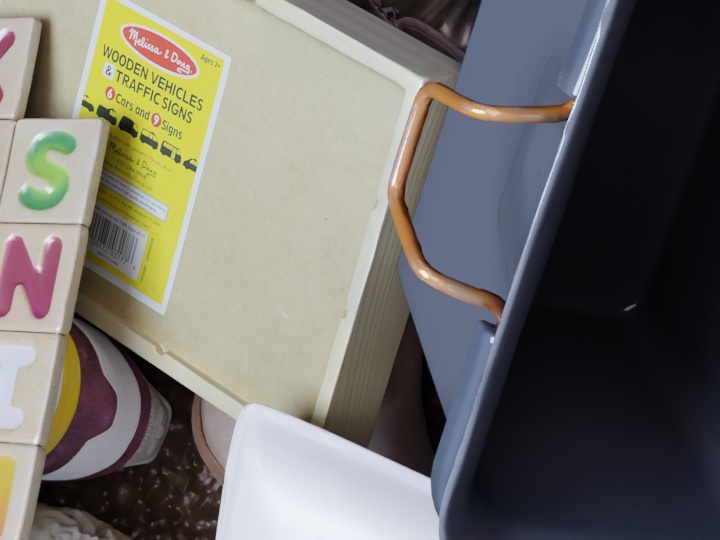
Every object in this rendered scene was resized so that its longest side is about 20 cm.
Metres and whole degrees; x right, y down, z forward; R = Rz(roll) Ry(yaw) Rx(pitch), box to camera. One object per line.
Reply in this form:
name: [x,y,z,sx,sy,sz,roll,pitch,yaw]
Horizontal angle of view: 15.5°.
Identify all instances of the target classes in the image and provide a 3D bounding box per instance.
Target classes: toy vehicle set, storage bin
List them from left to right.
toy vehicle set: [-0.061,-0.042,0.807,0.199,0.026,0.125,32,115,32]
storage bin: [0.072,-0.029,0.679,0.144,0.135,0.201,8,114,-20]

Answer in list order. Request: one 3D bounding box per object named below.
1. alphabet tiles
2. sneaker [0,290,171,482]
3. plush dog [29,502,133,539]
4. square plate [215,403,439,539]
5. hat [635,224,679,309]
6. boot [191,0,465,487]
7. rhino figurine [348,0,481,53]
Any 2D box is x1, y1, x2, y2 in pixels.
alphabet tiles: [-0.157,0.018,0.813,0.165,0.006,0.202,2,74,30]
sneaker: [-0.155,0.026,0.869,0.199,0.090,0.075,22,88,34]
plush dog: [-0.129,0.147,0.829,0.199,0.161,0.172,35,66,7]
square plate: [0.026,0.163,0.738,0.199,0.028,0.200,22,113,24]
hat: [0.110,0.075,0.809,0.080,0.200,0.202,-3,84,-35]
boot: [0.000,0.000,0.824,0.200,0.070,0.147,45,121,16]
rhino figurine: [0.013,-0.111,0.862,0.200,0.060,0.088,42,93,6]
